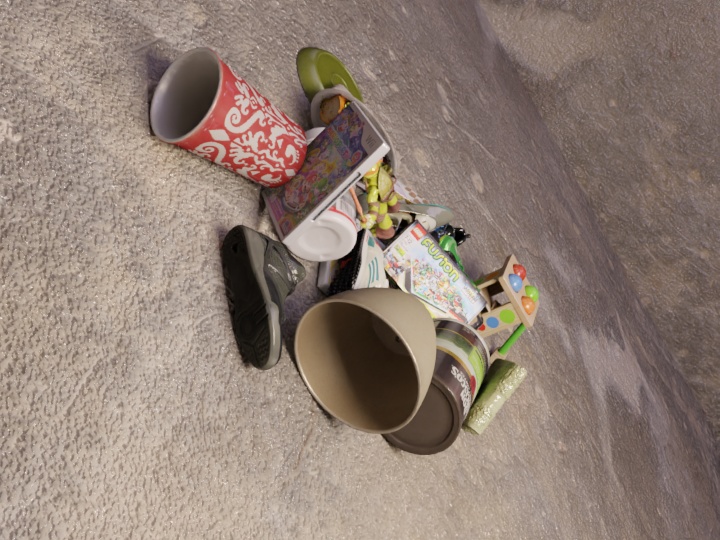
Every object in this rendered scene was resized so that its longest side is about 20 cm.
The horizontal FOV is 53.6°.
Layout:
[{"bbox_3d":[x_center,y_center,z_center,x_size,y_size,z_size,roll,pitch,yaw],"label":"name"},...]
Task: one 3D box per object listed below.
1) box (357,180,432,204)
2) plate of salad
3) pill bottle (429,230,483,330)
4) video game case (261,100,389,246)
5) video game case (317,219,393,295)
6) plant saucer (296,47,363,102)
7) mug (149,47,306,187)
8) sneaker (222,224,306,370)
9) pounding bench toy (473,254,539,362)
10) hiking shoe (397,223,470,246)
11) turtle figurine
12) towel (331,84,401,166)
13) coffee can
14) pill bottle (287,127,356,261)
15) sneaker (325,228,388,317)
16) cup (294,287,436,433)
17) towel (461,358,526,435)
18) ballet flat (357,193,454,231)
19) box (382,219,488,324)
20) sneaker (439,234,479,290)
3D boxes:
[{"bbox_3d":[0.071,-0.144,1.381,0.199,0.041,0.039,33,38,-15],"label":"box"},{"bbox_3d":[-0.019,-0.221,1.235,0.048,0.200,0.201,-44,109,-26],"label":"plate of salad"},{"bbox_3d":[0.145,0.032,1.347,0.112,0.111,0.201,-28,93,-61],"label":"pill bottle"},{"bbox_3d":[-0.057,-0.143,1.035,0.018,0.200,0.144,38,15,-38],"label":"video game case"},{"bbox_3d":[0.000,0.000,1.235,0.182,0.023,0.201,42,36,-34],"label":"video game case"},{"bbox_3d":[-0.050,-0.364,1.428,0.200,0.031,0.201,37,39,-38],"label":"plant saucer"},{"bbox_3d":[-0.179,-0.223,1.017,0.200,0.133,0.179,26,48,-52],"label":"mug"},{"bbox_3d":[-0.116,0.038,0.964,0.114,0.076,0.201,14,50,-46],"label":"sneaker"},{"bbox_3d":[0.311,0.094,1.525,0.201,0.155,0.124,59,30,-10],"label":"pounding bench toy"},{"bbox_3d":[0.146,-0.076,1.462,0.199,0.086,0.075,2,66,-58],"label":"hiking shoe"},{"bbox_3d":[0.028,-0.137,1.143,0.162,0.064,0.201,64,20,-57],"label":"turtle figurine"},{"bbox_3d":[0.002,-0.259,1.342,0.200,0.034,0.133,50,24,-11],"label":"towel"},{"bbox_3d":[0.118,0.181,1.159,0.147,0.146,0.200,60,29,-7],"label":"coffee can"},{"bbox_3d":[-0.063,-0.125,1.138,0.114,0.113,0.201,37,39,-39],"label":"pill bottle"},{"bbox_3d":[0.008,0.019,1.137,0.093,0.070,0.200,43,32,-22],"label":"sneaker"},{"bbox_3d":[0.027,0.103,0.998,0.143,0.200,0.201,-36,99,-51],"label":"cup"},{"bbox_3d":[0.217,0.214,1.223,0.036,0.149,0.200,41,-6,4],"label":"towel"},{"bbox_3d":[0.080,-0.094,1.329,0.198,0.068,0.064,10,58,-14],"label":"ballet flat"},{"bbox_3d":[0.123,0.021,1.265,0.110,0.035,0.200,-44,97,-16],"label":"box"},{"bbox_3d":[0.198,0.024,1.427,0.074,0.083,0.202,-25,106,-49],"label":"sneaker"}]
